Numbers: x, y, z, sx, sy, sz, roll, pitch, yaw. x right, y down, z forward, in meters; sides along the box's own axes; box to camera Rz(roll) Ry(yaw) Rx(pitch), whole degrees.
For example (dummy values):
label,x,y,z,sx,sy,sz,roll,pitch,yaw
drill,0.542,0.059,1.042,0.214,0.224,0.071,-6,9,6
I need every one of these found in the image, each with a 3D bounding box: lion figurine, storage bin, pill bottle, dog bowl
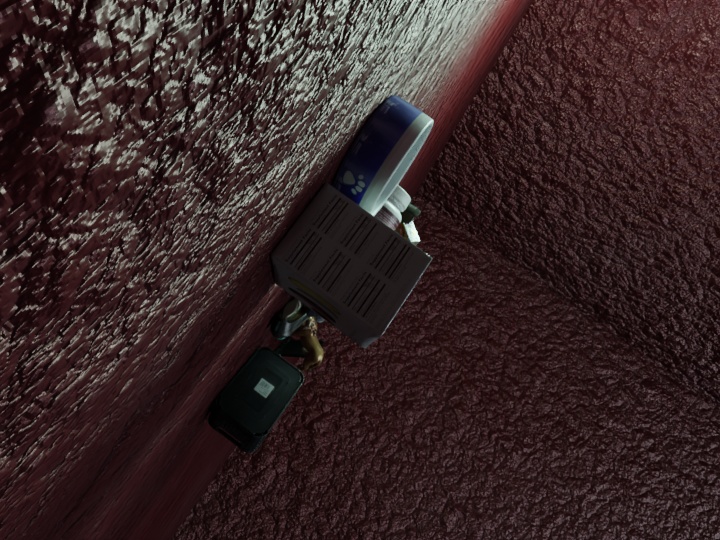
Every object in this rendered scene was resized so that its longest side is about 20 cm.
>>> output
label,x,y,z,sx,sy,sz,roll,pitch,yaw
lion figurine,-0.145,0.199,1.433,0.122,0.202,0.072,-11,-158,38
storage bin,-0.238,0.295,1.182,0.200,0.135,0.094,-53,177,-46
pill bottle,0.026,-0.113,1.215,0.201,0.114,0.114,-55,178,-5
dog bowl,0.037,-0.188,0.863,0.201,0.078,0.200,-55,178,-3

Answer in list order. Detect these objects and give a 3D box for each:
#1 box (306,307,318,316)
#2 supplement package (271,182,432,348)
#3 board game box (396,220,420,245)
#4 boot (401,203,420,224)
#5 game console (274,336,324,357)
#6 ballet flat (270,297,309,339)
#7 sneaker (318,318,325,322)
label,x,y,z,sx,sy,sz,roll,pitch,yaw
box,-0.017,0.030,1.123,0.122,0.198,0.107,121,-36,-56
supplement package,-0.022,0.003,0.832,0.148,0.199,0.191,-54,177,-16
board game box,0.102,-0.141,1.520,0.034,0.202,0.135,-8,157,-26
boot,0.083,-0.159,1.440,0.078,0.138,0.200,-54,178,-14
game console,-0.225,0.293,1.670,0.177,0.116,0.200,-56,177,8
ballet flat,-0.142,0.087,1.209,0.200,0.067,0.069,-52,164,-54
sneaker,-0.151,0.198,2.270,0.077,0.080,0.200,-56,179,-22
